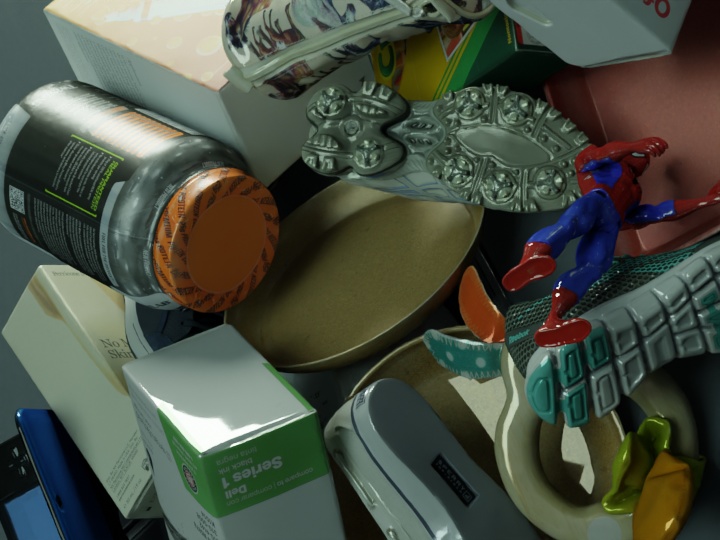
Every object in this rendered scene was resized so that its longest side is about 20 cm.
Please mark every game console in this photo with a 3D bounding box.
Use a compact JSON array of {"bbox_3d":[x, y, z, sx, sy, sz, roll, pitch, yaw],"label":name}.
[{"bbox_3d":[-0.230,0.211,1.687,0.170,0.118,0.201,-29,80,37],"label":"game console"}]

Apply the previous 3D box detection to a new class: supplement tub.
[{"bbox_3d":[-0.155,-0.048,1.560,0.200,0.122,0.123,26,103,41],"label":"supplement tub"}]

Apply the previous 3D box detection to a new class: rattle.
[{"bbox_3d":[0.112,0.085,1.369,0.130,0.143,0.200,-39,86,26],"label":"rattle"}]

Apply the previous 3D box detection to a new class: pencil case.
[{"bbox_3d":[-0.002,-0.167,1.431,0.200,0.089,0.078,-19,113,44],"label":"pencil case"}]

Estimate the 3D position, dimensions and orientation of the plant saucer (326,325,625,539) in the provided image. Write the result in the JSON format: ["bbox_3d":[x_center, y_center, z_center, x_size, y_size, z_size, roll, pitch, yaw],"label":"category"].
[{"bbox_3d":[0.077,0.136,1.458,0.199,0.035,0.201,-1,87,12],"label":"plant saucer"}]

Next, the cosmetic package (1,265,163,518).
[{"bbox_3d":[-0.168,0.087,1.678,0.200,0.105,0.071,50,121,31],"label":"cosmetic package"}]

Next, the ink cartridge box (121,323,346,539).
[{"bbox_3d":[-0.071,0.158,1.459,0.146,0.084,0.201,39,146,57],"label":"ink cartridge box"}]

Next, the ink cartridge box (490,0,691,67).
[{"bbox_3d":[0.146,-0.242,1.350,0.083,0.145,0.201,-2,60,52],"label":"ink cartridge box"}]

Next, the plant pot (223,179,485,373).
[{"bbox_3d":[0.000,0.000,1.522,0.199,0.028,0.200,-24,33,16],"label":"plant pot"}]

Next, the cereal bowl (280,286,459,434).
[{"bbox_3d":[-0.016,0.100,1.556,0.199,0.083,0.201,-6,81,41],"label":"cereal bowl"}]

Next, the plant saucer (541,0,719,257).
[{"bbox_3d":[0.209,-0.118,1.407,0.200,0.037,0.200,-31,66,37],"label":"plant saucer"}]

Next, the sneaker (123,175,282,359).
[{"bbox_3d":[-0.107,-0.007,1.634,0.146,0.077,0.203,-51,42,26],"label":"sneaker"}]

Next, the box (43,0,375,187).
[{"bbox_3d":[-0.107,-0.159,1.616,0.200,0.098,0.124,27,62,40],"label":"box"}]

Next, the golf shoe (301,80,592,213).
[{"bbox_3d":[0.065,-0.075,1.465,0.199,0.097,0.079,13,82,22],"label":"golf shoe"}]

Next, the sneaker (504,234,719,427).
[{"bbox_3d":[0.172,0.013,1.351,0.091,0.199,0.078,-130,21,-54],"label":"sneaker"}]

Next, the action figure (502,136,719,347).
[{"bbox_3d":[0.157,-0.034,1.316,0.099,0.200,0.065,-21,108,27],"label":"action figure"}]

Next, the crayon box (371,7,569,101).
[{"bbox_3d":[0.064,-0.206,1.496,0.172,0.058,0.201,-30,64,56],"label":"crayon box"}]

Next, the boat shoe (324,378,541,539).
[{"bbox_3d":[0.049,0.162,1.414,0.200,0.071,0.070,51,134,-4],"label":"boat shoe"}]
